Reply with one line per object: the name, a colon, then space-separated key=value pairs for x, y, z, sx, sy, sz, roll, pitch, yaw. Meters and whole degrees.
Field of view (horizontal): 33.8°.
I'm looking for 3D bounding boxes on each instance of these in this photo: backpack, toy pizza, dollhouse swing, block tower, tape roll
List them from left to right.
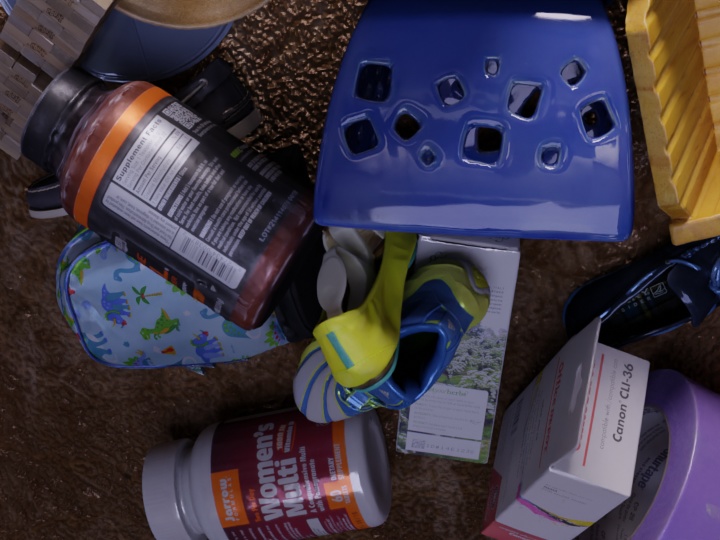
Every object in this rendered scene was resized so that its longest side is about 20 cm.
block tower: x=-0.221 y=-0.157 z=0.829 sx=0.054 sy=0.058 sz=0.200 roll=36 pitch=140 yaw=-13
toy pizza: x=-0.175 y=-0.233 z=0.847 sx=0.197 sy=0.032 sz=0.203 roll=3 pitch=119 yaw=5
backpack: x=-0.136 y=-0.001 z=0.920 sx=0.197 sy=0.155 sz=0.165 roll=3 pitch=127 yaw=18
tape roll: x=0.237 y=0.187 z=0.941 sx=0.084 sy=0.201 sz=0.201 roll=27 pitch=118 yaw=-9
dollhouse swing: x=0.290 y=-0.145 z=0.782 sx=0.173 sy=0.182 sz=0.202 roll=-1 pitch=120 yaw=29

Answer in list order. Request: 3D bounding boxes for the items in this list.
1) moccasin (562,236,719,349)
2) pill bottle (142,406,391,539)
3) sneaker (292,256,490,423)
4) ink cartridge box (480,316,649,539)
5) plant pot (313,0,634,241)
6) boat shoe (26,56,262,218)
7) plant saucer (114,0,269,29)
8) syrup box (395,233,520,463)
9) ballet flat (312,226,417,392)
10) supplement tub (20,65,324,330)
moccasin: x=0.255 y=0.019 z=0.923 sx=0.199 sy=0.068 sz=0.081 roll=-33 pitch=111 yaw=21
pill bottle: x=-0.079 y=0.178 z=1.018 sx=0.197 sy=0.110 sz=0.111 roll=-12 pitch=117 yaw=11
sneaker: x=0.006 y=0.068 z=0.869 sx=0.076 sy=0.105 sz=0.200 roll=44 pitch=122 yaw=-5
ink cartridge box: x=0.164 y=0.133 z=0.920 sx=0.067 sy=0.118 sz=0.201 roll=19 pitch=149 yaw=-4
plant pot: x=0.081 y=-0.122 z=0.780 sx=0.196 sy=0.200 sz=0.183 roll=2 pitch=98 yaw=9
boat shoe: x=-0.174 y=-0.101 z=0.899 sx=0.197 sy=0.073 sz=0.063 roll=-22 pitch=111 yaw=12
plant saucer: x=-0.120 y=-0.263 z=0.785 sx=0.197 sy=0.036 sz=0.203 roll=3 pitch=119 yaw=5
syrup box: x=0.077 y=0.047 z=0.948 sx=0.077 sy=0.082 sz=0.203 roll=7 pitch=118 yaw=4
ballet flat: x=0.000 y=0.000 z=0.825 sx=0.066 sy=0.201 sz=0.067 roll=-31 pitch=115 yaw=24
supplement tub: x=-0.126 y=-0.054 z=0.794 sx=0.198 sy=0.107 sz=0.108 roll=33 pitch=118 yaw=2
